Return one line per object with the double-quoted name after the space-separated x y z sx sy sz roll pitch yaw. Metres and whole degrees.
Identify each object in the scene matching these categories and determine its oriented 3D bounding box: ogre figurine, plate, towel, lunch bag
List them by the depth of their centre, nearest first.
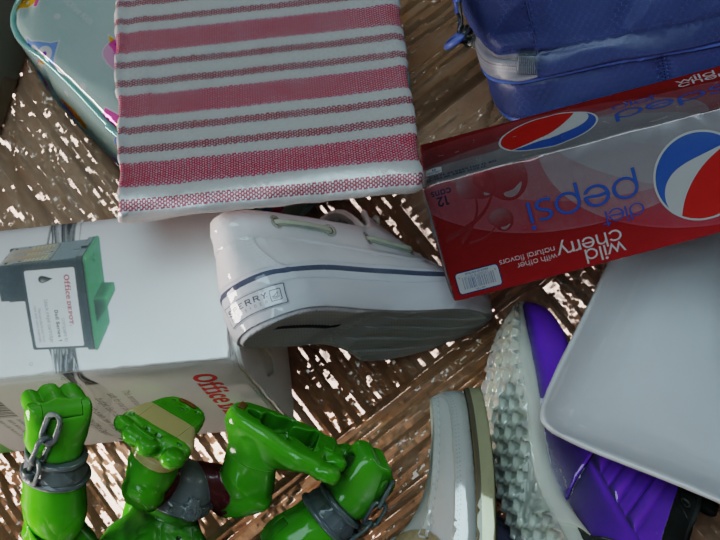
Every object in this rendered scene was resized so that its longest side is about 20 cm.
-0.048 -0.092 1.115 0.146 0.030 0.200 -6 41 0 "towel"
-0.087 0.124 1.119 0.098 0.200 0.120 41 116 35 "ogre figurine"
0.211 0.039 1.127 0.199 0.032 0.200 24 63 5 "plate"
0.137 -0.149 1.158 0.199 0.136 0.133 -13 113 7 "lunch bag"
-0.075 -0.116 1.227 0.200 0.077 0.160 42 79 16 "lunch bag"

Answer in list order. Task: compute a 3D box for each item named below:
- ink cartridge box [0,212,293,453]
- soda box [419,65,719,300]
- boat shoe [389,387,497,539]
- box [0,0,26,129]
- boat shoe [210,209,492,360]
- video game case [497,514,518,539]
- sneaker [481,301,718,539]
-0.145 0.035 1.159 0.199 0.146 0.085 -6 73 7 "ink cartridge box"
0.131 -0.048 1.094 0.199 0.070 0.064 -14 109 6 "soda box"
0.033 0.155 1.110 0.068 0.075 0.201 0 74 4 "boat shoe"
-0.259 -0.073 1.246 0.095 0.078 0.201 15 77 14 "box"
0.000 0.000 1.118 0.073 0.200 0.067 -26 73 26 "boat shoe"
0.060 0.233 1.131 0.143 0.019 0.200 28 79 16 "video game case"
0.125 0.106 1.136 0.099 0.070 0.201 -2 57 -18 "sneaker"
